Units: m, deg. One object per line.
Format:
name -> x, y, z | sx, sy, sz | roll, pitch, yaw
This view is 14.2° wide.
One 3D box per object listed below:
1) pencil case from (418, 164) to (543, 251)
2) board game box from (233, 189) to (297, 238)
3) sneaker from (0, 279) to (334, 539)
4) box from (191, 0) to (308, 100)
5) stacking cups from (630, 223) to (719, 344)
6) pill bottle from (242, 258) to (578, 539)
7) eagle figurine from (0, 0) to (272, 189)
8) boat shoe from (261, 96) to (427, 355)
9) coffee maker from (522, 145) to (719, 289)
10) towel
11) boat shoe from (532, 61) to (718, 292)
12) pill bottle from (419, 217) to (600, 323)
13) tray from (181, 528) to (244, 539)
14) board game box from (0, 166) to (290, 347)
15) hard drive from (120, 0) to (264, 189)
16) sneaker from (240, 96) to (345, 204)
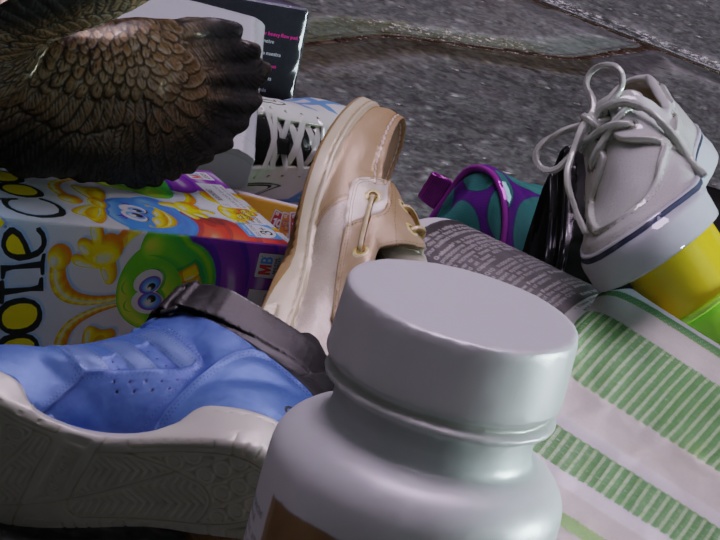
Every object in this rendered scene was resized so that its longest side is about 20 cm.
pencil case -> 0.133, -0.007, 1.700 | 0.199, 0.085, 0.093 | 11, 39, -35
board game box -> -0.100, -0.039, 1.596 | 0.199, 0.030, 0.095 | 16, -1, -26
sneaker -> -0.107, 0.054, 1.263 | 0.199, 0.077, 0.111 | 5, 34, 16
box -> -0.150, -0.134, 1.790 | 0.199, 0.115, 0.132 | 10, 9, -21
stacking cups -> 0.202, 0.064, 1.451 | 0.201, 0.060, 0.061 | 57, 18, -6
pill bottle -> 0.013, 0.105, 1.080 | 0.114, 0.201, 0.114 | 14, 17, -4
eagle figurine -> -0.143, -0.117, 1.357 | 0.199, 0.152, 0.152 | 8, 5, 1
boat shoe -> 0.000, 0.000, 1.386 | 0.069, 0.074, 0.201 | 11, 51, 9
coffee maker -> 0.190, 0.003, 1.563 | 0.199, 0.193, 0.135 | 14, 17, -6
towel -> 0.135, 0.103, 1.300 | 0.152, 0.023, 0.200 | 33, 46, 2
boat shoe -> 0.130, -0.058, 1.413 | 0.086, 0.074, 0.202 | 56, 21, -9
pill bottle -> 0.056, 0.042, 1.450 | 0.199, 0.117, 0.116 | 27, 20, 30
tray -> -0.033, 0.109, 1.304 | 0.098, 0.037, 0.200 | 8, 18, -23
board game box -> -0.151, 0.007, 1.402 | 0.199, 0.104, 0.105 | 5, 20, -32
hard drive -> -0.121, -0.110, 1.613 | 0.131, 0.026, 0.200 | 14, 25, -7
sneaker -> -0.063, -0.072, 1.690 | 0.199, 0.072, 0.072 | 3, 4, -36
